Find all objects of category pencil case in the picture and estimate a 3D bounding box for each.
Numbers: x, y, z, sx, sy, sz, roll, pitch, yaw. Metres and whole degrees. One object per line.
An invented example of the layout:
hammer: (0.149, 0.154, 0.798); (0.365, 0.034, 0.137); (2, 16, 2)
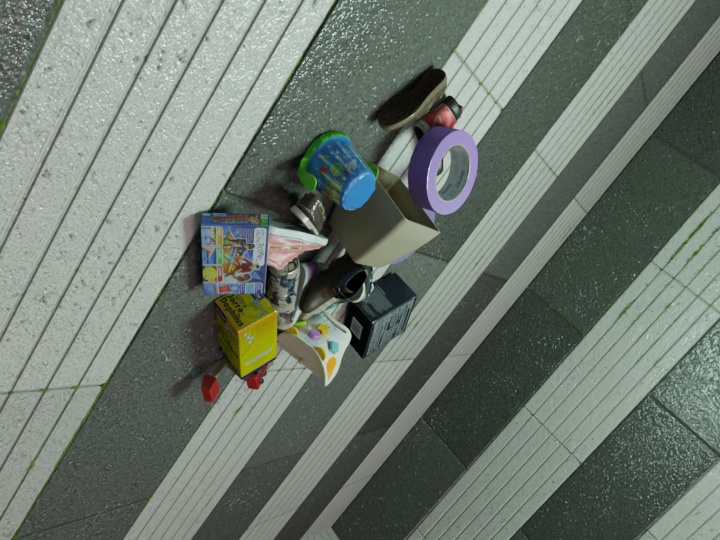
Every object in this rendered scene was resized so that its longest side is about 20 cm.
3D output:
pencil case: (-0.192, 0.045, 1.334); (0.076, 0.090, 0.203); (-15, 136, -29)

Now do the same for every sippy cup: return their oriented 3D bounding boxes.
sippy cup: (-0.040, -0.202, 1.180); (0.177, 0.130, 0.140); (-39, 152, -12)

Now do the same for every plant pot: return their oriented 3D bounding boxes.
plant pot: (0.043, -0.119, 1.358); (0.177, 0.202, 0.198); (-45, 155, 20)

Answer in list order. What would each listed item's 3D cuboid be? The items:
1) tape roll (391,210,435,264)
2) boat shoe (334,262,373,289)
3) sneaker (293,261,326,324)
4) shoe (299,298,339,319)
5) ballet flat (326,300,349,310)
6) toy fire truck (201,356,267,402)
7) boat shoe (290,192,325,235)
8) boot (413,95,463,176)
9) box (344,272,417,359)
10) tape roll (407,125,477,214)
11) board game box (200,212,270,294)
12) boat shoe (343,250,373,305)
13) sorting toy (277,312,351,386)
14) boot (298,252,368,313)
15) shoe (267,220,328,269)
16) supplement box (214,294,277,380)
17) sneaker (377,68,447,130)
tape roll: (0.111, -0.123, 1.552); (0.198, 0.085, 0.202); (-34, 151, -21)
boat shoe: (-0.013, 0.018, 1.579); (0.071, 0.069, 0.199); (-48, 152, 10)
sneaker: (-0.146, 0.067, 1.456); (0.113, 0.073, 0.203); (-11, 137, -53)
shoe: (-0.103, 0.087, 1.488); (0.199, 0.053, 0.070); (-40, -165, 40)
ballet flat: (-0.069, 0.066, 1.548); (0.067, 0.069, 0.198); (-17, 176, -46)
toy fire truck: (-0.311, 0.248, 1.427); (0.202, 0.137, 0.050); (-75, 167, -49)
boat shoe: (-0.105, -0.125, 1.204); (0.060, 0.072, 0.200); (-46, 177, -1)
boot: (0.217, -0.344, 1.425); (0.144, 0.072, 0.201); (-43, 149, -10)
box: (0.059, 0.145, 1.792); (0.196, 0.123, 0.202); (-26, 149, -31)
tape roll: (0.203, -0.244, 1.356); (0.198, 0.065, 0.204); (-23, 124, -39)
board game box: (-0.256, -0.030, 1.135); (0.132, 0.035, 0.202); (1, 136, -14)
boat shoe: (0.002, 0.000, 1.462); (0.073, 0.203, 0.066); (-19, 146, 24)
sorting toy: (-0.115, 0.187, 1.552); (0.180, 0.198, 0.108); (-37, 155, -51)
boot: (-0.067, 0.042, 1.362); (0.200, 0.097, 0.075); (-44, 120, -4)
shoe: (-0.161, -0.053, 1.257); (0.198, 0.071, 0.093); (7, 110, -51)
supplement box: (-0.274, 0.147, 1.337); (0.108, 0.109, 0.202); (-28, 148, -30)
sneaker: (0.124, -0.368, 1.257); (0.199, 0.070, 0.076); (-40, 154, -10)
